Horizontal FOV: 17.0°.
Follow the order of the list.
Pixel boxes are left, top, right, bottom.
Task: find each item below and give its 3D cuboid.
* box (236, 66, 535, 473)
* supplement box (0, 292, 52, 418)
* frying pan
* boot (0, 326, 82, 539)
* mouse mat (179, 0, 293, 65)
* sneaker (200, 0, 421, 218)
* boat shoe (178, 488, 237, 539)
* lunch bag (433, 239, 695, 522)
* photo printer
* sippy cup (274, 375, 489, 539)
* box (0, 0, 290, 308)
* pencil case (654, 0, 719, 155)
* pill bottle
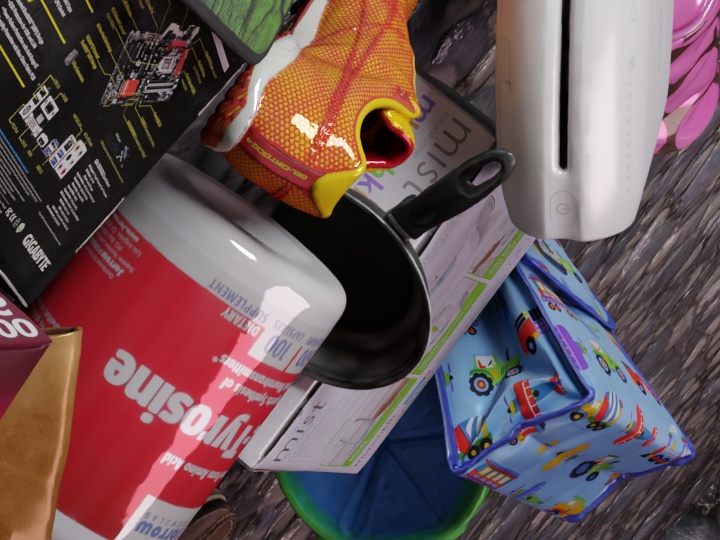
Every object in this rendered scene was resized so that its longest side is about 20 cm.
[{"bbox_3d":[0.000,0.000,1.223,0.200,0.097,0.176,-53,163,7],"label":"box"},{"bbox_3d":[-0.201,0.087,0.825,0.200,0.061,0.109,-56,163,12],"label":"supplement box"},{"bbox_3d":[-0.004,-0.021,1.068,0.031,0.115,0.190,-47,167,-44],"label":"frying pan"},{"bbox_3d":[-0.119,0.118,0.931,0.068,0.187,0.201,-103,-165,-80],"label":"boot"},{"bbox_3d":[-0.016,-0.178,0.858,0.161,0.007,0.201,34,77,-77],"label":"mouse mat"},{"bbox_3d":[-0.008,-0.077,1.032,0.073,0.077,0.200,-49,-174,33],"label":"sneaker"},{"bbox_3d":[-0.132,0.210,1.354,0.202,0.075,0.075,-45,162,-21],"label":"boat shoe"},{"bbox_3d":[0.089,0.025,1.368,0.094,0.201,0.150,-31,151,19],"label":"lunch bag"},{"bbox_3d":[0.107,-0.114,1.129,0.200,0.069,0.167,-61,152,-66],"label":"photo printer"},{"bbox_3d":[0.027,0.091,1.452,0.178,0.140,0.130,-35,179,18],"label":"sippy cup"},{"bbox_3d":[-0.104,-0.087,0.852,0.160,0.049,0.200,-51,164,-11],"label":"box"},{"bbox_3d":[0.171,-0.131,1.421,0.200,0.090,0.094,62,33,-70],"label":"pencil case"},{"bbox_3d":[-0.105,0.058,1.040,0.200,0.112,0.112,-54,163,7],"label":"pill bottle"}]
